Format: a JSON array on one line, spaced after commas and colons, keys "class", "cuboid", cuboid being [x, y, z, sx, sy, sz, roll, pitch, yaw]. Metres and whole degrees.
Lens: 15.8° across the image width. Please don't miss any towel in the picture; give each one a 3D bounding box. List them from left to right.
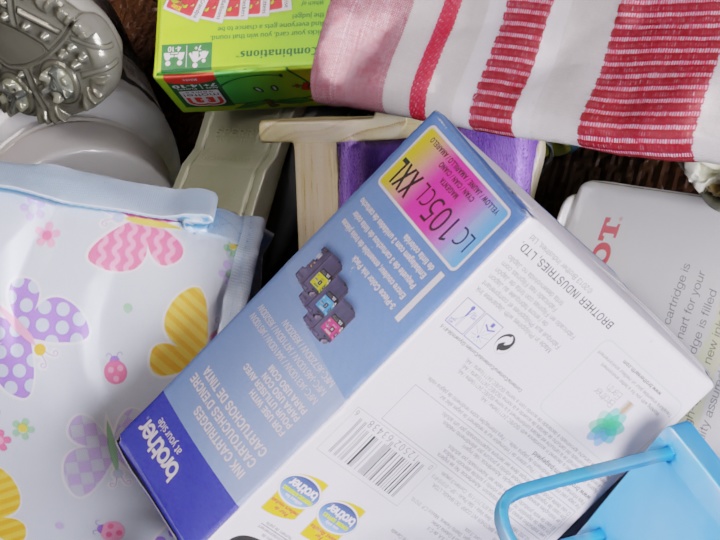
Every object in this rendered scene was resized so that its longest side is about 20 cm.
[{"class": "towel", "cuboid": [0.077, -0.118, 0.960, 0.199, 0.023, 0.145, 12, 83, 38]}]

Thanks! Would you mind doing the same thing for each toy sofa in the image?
[{"class": "toy sofa", "cuboid": [0.021, 0.031, 1.052, 0.097, 0.083, 0.202, 0, 94, 22]}]

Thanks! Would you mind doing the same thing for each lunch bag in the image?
[{"class": "lunch bag", "cuboid": [-0.126, 0.044, 1.025, 0.127, 0.168, 0.201, -83, 1, -56]}]

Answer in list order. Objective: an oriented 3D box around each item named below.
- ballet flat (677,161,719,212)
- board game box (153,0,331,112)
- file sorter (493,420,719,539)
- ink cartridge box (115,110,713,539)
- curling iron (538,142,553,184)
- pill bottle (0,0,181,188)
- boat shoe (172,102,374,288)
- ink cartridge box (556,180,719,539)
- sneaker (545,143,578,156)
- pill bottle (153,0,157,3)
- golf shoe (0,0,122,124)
[{"class": "ballet flat", "cuboid": [0.098, -0.104, 0.993, 0.064, 0.068, 0.200, -31, 70, -28]}, {"class": "board game box", "cuboid": [0.017, -0.125, 1.082, 0.199, 0.048, 0.102, -2, 75, 12]}, {"class": "file sorter", "cuboid": [0.069, 0.178, 0.913, 0.139, 0.122, 0.200, 52, 126, 24]}, {"class": "ink cartridge box", "cuboid": [0.009, 0.062, 0.941, 0.200, 0.136, 0.076, -46, 43, 5]}, {"class": "curling iron", "cuboid": [0.000, 0.000, 1.121, 0.200, 0.050, 0.026, -40, 26, 15]}, {"class": "pill bottle", "cuboid": [-0.148, -0.060, 1.236, 0.113, 0.113, 0.200, -47, 31, 11]}, {"class": "boat shoe", "cuboid": [-0.022, -0.067, 1.143, 0.074, 0.066, 0.200, 8, 71, 39]}, {"class": "ink cartridge box", "cuboid": [0.158, 0.055, 0.987, 0.199, 0.083, 0.146, 11, 77, 41]}, {"class": "sneaker", "cuboid": [0.051, -0.125, 1.164, 0.131, 0.079, 0.200, -53, 46, 4]}, {"class": "pill bottle", "cuboid": [-0.084, -0.186, 1.218, 0.116, 0.200, 0.117, -17, 60, 32]}, {"class": "golf shoe", "cuboid": [-0.157, -0.127, 1.171, 0.097, 0.079, 0.199, -33, 36, -31]}]
